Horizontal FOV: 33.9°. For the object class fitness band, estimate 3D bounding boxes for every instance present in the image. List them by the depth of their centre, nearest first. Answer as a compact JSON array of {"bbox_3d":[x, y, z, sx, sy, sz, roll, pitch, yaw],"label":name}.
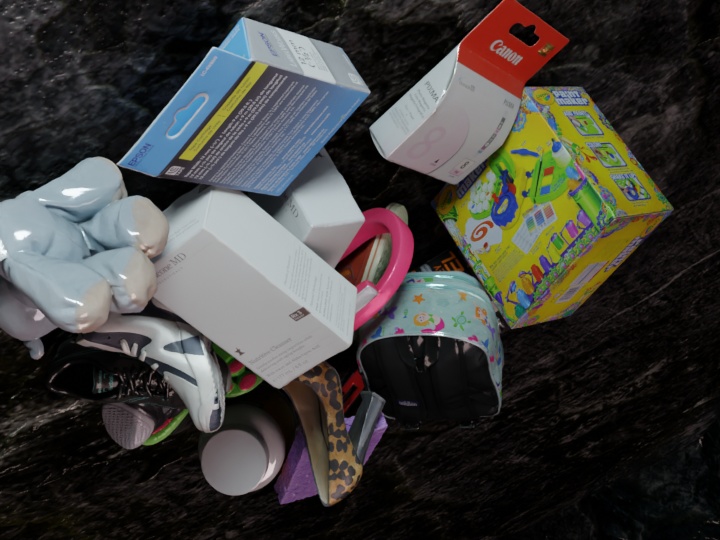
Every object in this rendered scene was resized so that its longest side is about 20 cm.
[{"bbox_3d":[-0.023,0.013,1.329,0.199,0.144,0.037,-37,122,22],"label":"fitness band"}]

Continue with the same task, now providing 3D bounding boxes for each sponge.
[{"bbox_3d":[-0.041,0.239,1.507,0.110,0.030,0.201,-12,153,-21],"label":"sponge"}]

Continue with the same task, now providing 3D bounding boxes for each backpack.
[{"bbox_3d":[0.084,0.086,1.408,0.175,0.152,0.201,-2,151,14],"label":"backpack"}]

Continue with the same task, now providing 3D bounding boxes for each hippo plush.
[{"bbox_3d":[-0.266,0.016,1.023,0.198,0.160,0.161,-17,152,-29],"label":"hippo plush"}]

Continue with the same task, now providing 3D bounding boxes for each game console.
[{"bbox_3d":[-0.050,0.202,1.655,0.201,0.031,0.177,-51,-177,-8],"label":"game console"}]

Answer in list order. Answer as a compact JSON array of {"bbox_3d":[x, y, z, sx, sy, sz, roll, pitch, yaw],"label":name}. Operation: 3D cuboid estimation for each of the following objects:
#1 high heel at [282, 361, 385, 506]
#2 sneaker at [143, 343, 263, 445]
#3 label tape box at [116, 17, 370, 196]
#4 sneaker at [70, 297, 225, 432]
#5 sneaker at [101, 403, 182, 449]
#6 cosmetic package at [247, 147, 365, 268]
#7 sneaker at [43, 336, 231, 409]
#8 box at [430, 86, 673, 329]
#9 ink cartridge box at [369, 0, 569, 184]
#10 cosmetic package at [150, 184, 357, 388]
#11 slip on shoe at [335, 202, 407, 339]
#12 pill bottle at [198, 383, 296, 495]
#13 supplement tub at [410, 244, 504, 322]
[{"bbox_3d":[-0.069,0.175,1.360,0.199,0.144,0.071,31,160,-24],"label":"high heel"},{"bbox_3d":[-0.202,0.146,1.473,0.198,0.077,0.084,-28,177,-7],"label":"sneaker"},{"bbox_3d":[-0.107,-0.143,1.027,0.199,0.067,0.143,7,136,-50],"label":"label tape box"},{"bbox_3d":[-0.217,0.077,1.175,0.128,0.202,0.079,-19,-178,-1],"label":"sneaker"},{"bbox_3d":[-0.227,0.103,1.347,0.113,0.075,0.202,-30,146,-52],"label":"sneaker"},{"bbox_3d":[-0.082,-0.024,1.234,0.071,0.102,0.201,-9,147,-37],"label":"cosmetic package"},{"bbox_3d":[-0.234,0.116,1.233,0.197,0.077,0.079,3,-167,9],"label":"sneaker"},{"bbox_3d":[0.217,-0.075,1.375,0.121,0.194,0.200,-9,148,-42],"label":"box"},{"bbox_3d":[0.125,-0.181,1.247,0.199,0.058,0.162,-37,155,23],"label":"ink cartridge box"},{"bbox_3d":[-0.108,0.013,1.130,0.112,0.082,0.199,-32,125,32],"label":"cosmetic package"},{"bbox_3d":[0.000,0.000,1.427,0.074,0.061,0.201,-35,155,-54],"label":"slip on shoe"},{"bbox_3d":[-0.147,0.218,1.515,0.110,0.112,0.200,-34,-176,6],"label":"pill bottle"},{"bbox_3d":[0.134,0.032,1.568,0.199,0.123,0.123,-31,156,-2],"label":"supplement tub"}]
